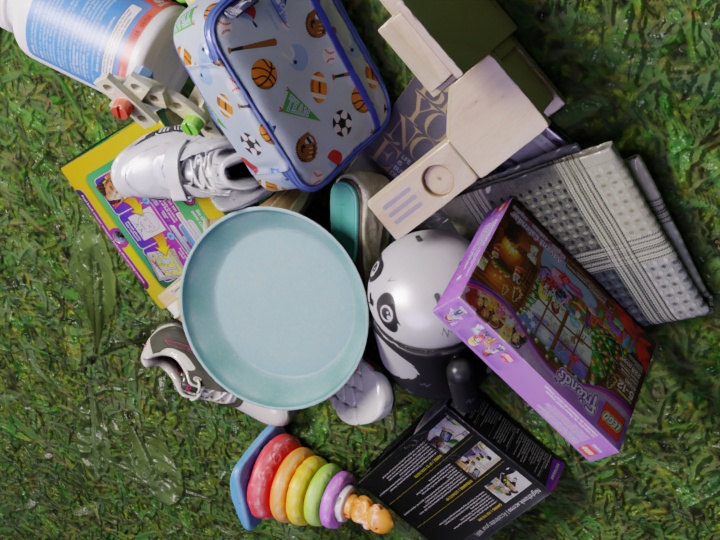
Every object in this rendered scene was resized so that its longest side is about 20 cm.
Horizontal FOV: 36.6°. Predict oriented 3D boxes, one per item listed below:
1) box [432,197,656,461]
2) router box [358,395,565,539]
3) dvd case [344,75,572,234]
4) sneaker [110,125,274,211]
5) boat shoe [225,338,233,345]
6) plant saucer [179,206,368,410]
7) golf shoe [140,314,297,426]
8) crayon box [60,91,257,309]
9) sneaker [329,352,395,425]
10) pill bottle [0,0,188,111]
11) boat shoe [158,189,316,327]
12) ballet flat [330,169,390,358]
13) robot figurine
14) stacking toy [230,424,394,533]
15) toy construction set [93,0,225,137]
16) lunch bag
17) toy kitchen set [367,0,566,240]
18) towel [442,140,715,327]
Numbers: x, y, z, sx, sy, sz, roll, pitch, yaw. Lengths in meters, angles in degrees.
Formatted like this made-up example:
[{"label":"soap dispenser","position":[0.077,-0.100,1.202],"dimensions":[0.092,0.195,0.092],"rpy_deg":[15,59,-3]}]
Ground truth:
[{"label":"box","position":[0.167,0.051,0.953],"dimensions":[0.200,0.137,0.039],"rpy_deg":[43,139,-13]},{"label":"router box","position":[0.109,0.229,1.221],"dimensions":[0.149,0.051,0.200],"rpy_deg":[40,134,-1]},{"label":"dvd case","position":[0.084,-0.103,1.023],"dimensions":[0.149,0.016,0.200],"rpy_deg":[40,133,1]},{"label":"sneaker","position":[-0.156,-0.101,1.061],"dimensions":[0.200,0.115,0.075],"rpy_deg":[-7,105,5]},{"label":"boat shoe","position":[-0.136,0.087,1.202],"dimensions":[0.065,0.200,0.072],"rpy_deg":[-9,80,-1]},{"label":"plant saucer","position":[-0.079,0.035,1.051],"dimensions":[0.200,0.036,0.200],"rpy_deg":[5,103,21]},{"label":"golf shoe","position":[-0.172,0.136,1.309],"dimensions":[0.200,0.088,0.077],"rpy_deg":[34,132,5]},{"label":"crayon box","position":[-0.209,-0.071,1.201],"dimensions":[0.173,0.058,0.200],"rpy_deg":[-21,109,37]},{"label":"sneaker","position":[0.006,0.112,1.150],"dimensions":[0.200,0.082,0.077],"rpy_deg":[-163,76,-68]},{"label":"pill bottle","position":[-0.270,-0.245,1.079],"dimensions":[0.200,0.112,0.112],"rpy_deg":[27,132,12]},{"label":"boat shoe","position":[-0.129,-0.029,1.112],"dimensions":[0.076,0.072,0.200],"rpy_deg":[40,90,-4]},{"label":"ballet flat","position":[0.000,0.000,1.068],"dimensions":[0.067,0.062,0.200],"rpy_deg":[26,116,40]},{"label":"robot figurine","position":[0.070,0.048,1.044],"dimensions":[0.150,0.125,0.200],"rpy_deg":[25,155,21]},{"label":"stacking toy","position":[-0.046,0.268,1.302],"dimensions":[0.200,0.110,0.116],"rpy_deg":[14,131,27]},{"label":"toy construction set","position":[-0.144,-0.198,0.994],"dimensions":[0.092,0.200,0.131],"rpy_deg":[18,154,37]},{"label":"lunch bag","position":[-0.062,-0.181,0.964],"dimensions":[0.076,0.160,0.200],"rpy_deg":[6,132,49]},{"label":"toy kitchen set","position":[0.029,-0.146,0.899],"dimensions":[0.180,0.163,0.200],"rpy_deg":[-38,95,31]},{"label":"towel","position":[0.196,-0.022,0.995],"dimensions":[0.193,0.035,0.200],"rpy_deg":[-15,121,41]}]
